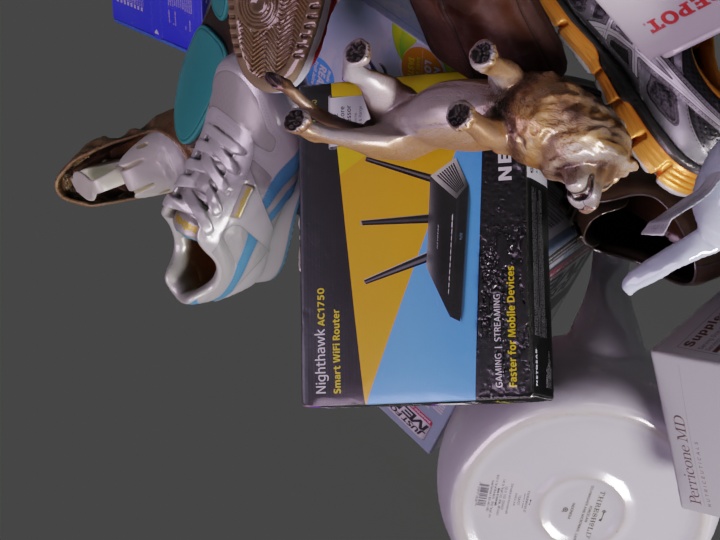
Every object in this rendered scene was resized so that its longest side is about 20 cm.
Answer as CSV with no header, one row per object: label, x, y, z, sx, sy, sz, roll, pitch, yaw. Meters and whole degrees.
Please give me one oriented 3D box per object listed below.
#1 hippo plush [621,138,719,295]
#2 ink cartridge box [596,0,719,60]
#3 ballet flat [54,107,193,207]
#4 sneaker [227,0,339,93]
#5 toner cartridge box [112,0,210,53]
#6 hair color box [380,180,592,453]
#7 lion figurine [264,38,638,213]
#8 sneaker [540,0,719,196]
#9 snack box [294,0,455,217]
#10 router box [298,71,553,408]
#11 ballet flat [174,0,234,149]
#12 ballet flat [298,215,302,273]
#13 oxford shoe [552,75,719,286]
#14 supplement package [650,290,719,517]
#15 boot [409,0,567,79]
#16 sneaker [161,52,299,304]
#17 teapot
hippo plush,0.269,-0.045,1.090,0.161,0.200,0.159,37,159,12
ink cartridge box,0.156,-0.228,1.094,0.200,0.084,0.145,45,138,-20
ballet flat,-0.171,-0.081,1.601,0.200,0.072,0.068,-6,111,48
sneaker,-0.023,-0.210,1.306,0.071,0.112,0.201,11,97,28
toner cartridge box,-0.134,-0.258,1.466,0.095,0.043,0.200,27,132,32
hair color box,0.086,0.024,1.382,0.061,0.099,0.200,43,139,16
lion figurine,0.054,-0.087,1.195,0.200,0.122,0.073,12,83,34
sneaker,0.164,-0.144,1.221,0.077,0.078,0.200,-36,83,25
snack box,0.004,-0.113,1.401,0.169,0.068,0.200,38,139,24
router box,0.039,-0.017,1.266,0.149,0.051,0.201,-4,82,21
ballet flat,-0.080,-0.170,1.441,0.067,0.064,0.200,55,139,46
ballet flat,0.000,0.000,1.340,0.200,0.065,0.071,56,143,27
oxford shoe,0.149,-0.059,1.276,0.200,0.084,0.073,34,137,28
supplement package,0.288,0.083,1.197,0.200,0.117,0.117,10,125,43
boot,0.017,-0.182,1.187,0.186,0.064,0.200,24,164,32
sneaker,-0.088,-0.059,1.420,0.076,0.081,0.200,37,136,31
teapot,0.142,0.118,1.358,0.200,0.146,0.197,-32,114,19
